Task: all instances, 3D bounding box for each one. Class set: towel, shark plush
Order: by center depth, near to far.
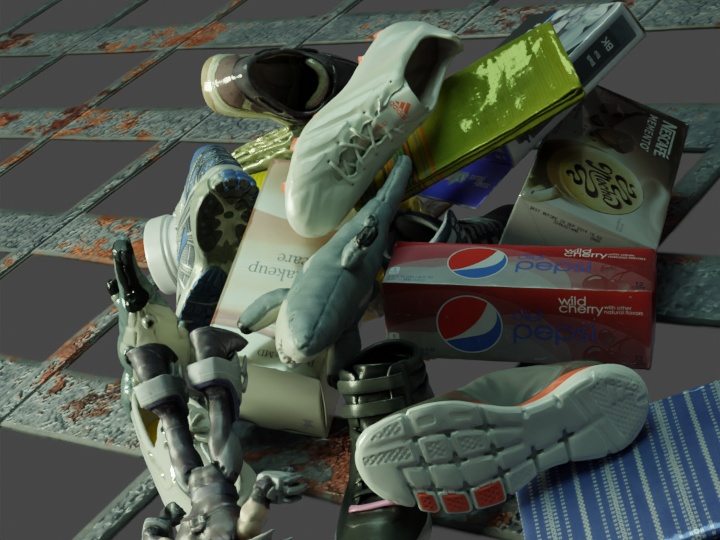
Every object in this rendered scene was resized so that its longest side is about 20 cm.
[{"bbox_3d":[0.199,0.134,1.006,0.199,0.024,0.145,-19,28,9],"label":"towel"},{"bbox_3d":[0.000,0.000,1.133,0.200,0.091,0.083,-45,-9,-30],"label":"shark plush"},{"bbox_3d":[0.073,-0.119,1.211,0.199,0.018,0.087,-28,54,12],"label":"towel"},{"bbox_3d":[-0.188,0.045,1.269,0.091,0.200,0.083,-36,61,-7],"label":"shark plush"},{"bbox_3d":[-0.042,-0.111,1.505,0.199,0.037,0.148,-9,-6,-45],"label":"towel"}]

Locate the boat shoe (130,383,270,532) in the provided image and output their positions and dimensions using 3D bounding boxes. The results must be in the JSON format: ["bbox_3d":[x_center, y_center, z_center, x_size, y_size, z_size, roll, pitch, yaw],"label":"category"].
[{"bbox_3d":[-0.129,0.137,1.177,0.071,0.070,0.200,-27,28,-11],"label":"boat shoe"}]

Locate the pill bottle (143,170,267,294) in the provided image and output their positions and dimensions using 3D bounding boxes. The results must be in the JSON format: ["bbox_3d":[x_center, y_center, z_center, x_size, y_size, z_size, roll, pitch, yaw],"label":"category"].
[{"bbox_3d":[-0.095,-0.036,1.436,0.198,0.105,0.105,-13,27,14],"label":"pill bottle"}]

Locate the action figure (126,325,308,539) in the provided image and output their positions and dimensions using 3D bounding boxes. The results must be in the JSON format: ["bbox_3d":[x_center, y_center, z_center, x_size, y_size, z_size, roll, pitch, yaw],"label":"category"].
[{"bbox_3d":[-0.103,0.141,1.080,0.129,0.069,0.202,-18,67,13],"label":"action figure"}]

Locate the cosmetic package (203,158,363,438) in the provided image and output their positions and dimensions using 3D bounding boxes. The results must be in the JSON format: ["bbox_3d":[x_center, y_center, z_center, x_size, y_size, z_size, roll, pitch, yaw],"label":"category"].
[{"bbox_3d":[-0.049,0.019,1.229,0.102,0.088,0.201,9,55,9],"label":"cosmetic package"}]

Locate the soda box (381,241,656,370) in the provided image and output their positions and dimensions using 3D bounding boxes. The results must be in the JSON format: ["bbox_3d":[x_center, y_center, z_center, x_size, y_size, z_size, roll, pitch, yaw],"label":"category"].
[{"bbox_3d":[0.119,0.024,1.157,0.198,0.071,0.064,2,31,12],"label":"soda box"}]

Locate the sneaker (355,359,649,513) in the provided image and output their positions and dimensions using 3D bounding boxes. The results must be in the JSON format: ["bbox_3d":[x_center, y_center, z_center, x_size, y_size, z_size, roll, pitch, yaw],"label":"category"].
[{"bbox_3d":[0.090,0.105,1.041,0.198,0.078,0.082,-10,15,-10],"label":"sneaker"}]

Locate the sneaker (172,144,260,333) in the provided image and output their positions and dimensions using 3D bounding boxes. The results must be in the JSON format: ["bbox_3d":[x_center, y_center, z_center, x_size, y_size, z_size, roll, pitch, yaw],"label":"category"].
[{"bbox_3d":[-0.125,-0.022,1.340,0.076,0.201,0.085,-4,42,-22],"label":"sneaker"}]

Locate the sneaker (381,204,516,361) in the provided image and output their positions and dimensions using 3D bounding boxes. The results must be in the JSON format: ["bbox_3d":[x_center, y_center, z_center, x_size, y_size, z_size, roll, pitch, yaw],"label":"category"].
[{"bbox_3d":[0.082,-0.026,1.282,0.070,0.109,0.200,1,34,36],"label":"sneaker"}]

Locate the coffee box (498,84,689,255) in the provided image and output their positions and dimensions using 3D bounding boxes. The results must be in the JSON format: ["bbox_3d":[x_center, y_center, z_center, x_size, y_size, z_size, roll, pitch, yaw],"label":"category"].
[{"bbox_3d":[0.188,-0.062,1.254,0.112,0.080,0.200,23,38,5],"label":"coffee box"}]

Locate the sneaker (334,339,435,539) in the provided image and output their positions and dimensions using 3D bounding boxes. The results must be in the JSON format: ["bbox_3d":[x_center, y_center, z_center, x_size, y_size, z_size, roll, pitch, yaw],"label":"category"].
[{"bbox_3d":[0.010,0.125,1.068,0.070,0.100,0.201,-9,31,19],"label":"sneaker"}]

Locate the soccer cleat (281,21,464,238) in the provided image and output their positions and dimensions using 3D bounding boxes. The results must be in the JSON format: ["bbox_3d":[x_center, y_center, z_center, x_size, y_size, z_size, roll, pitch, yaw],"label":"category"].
[{"bbox_3d":[0.008,-0.112,1.188,0.077,0.069,0.201,8,60,46],"label":"soccer cleat"}]

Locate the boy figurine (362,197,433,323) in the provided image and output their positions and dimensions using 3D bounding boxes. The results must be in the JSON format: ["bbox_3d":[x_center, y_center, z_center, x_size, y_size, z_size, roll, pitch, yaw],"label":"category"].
[{"bbox_3d":[-0.004,0.011,1.330,0.199,0.065,0.124,-35,28,-18],"label":"boy figurine"}]

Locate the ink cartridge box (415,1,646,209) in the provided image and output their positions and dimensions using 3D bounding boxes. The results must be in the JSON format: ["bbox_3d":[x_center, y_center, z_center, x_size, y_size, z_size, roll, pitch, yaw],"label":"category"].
[{"bbox_3d":[0.121,-0.140,1.303,0.200,0.043,0.198,-46,16,-7],"label":"ink cartridge box"}]

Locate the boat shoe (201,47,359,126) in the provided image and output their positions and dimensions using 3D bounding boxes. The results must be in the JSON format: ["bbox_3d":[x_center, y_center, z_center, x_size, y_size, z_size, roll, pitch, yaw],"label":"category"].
[{"bbox_3d":[-0.053,-0.167,1.420,0.064,0.073,0.199,2,1,44],"label":"boat shoe"}]
